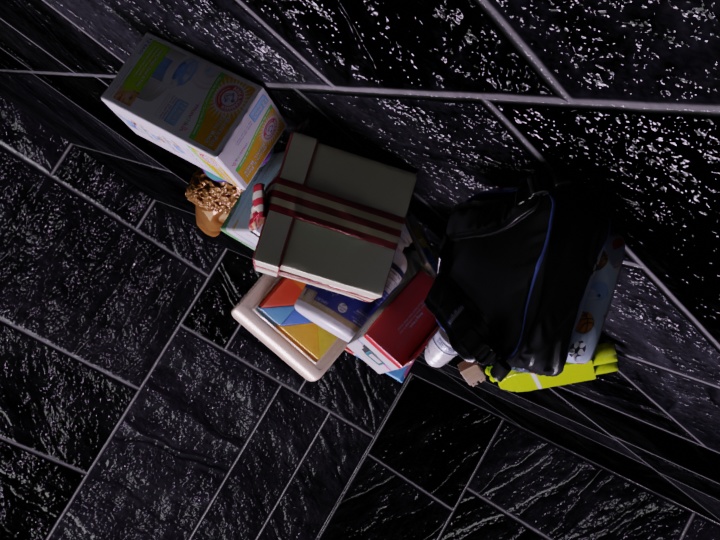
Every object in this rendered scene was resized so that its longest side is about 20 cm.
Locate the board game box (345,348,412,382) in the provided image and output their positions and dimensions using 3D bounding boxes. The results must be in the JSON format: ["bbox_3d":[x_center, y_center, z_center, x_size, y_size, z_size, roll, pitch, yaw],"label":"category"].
[{"bbox_3d":[0.058,0.076,1.538,0.153,0.200,0.040,28,172,16],"label":"board game box"}]

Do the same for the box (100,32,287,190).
[{"bbox_3d":[-0.213,-0.207,1.120,0.200,0.113,0.101,29,170,21],"label":"box"}]

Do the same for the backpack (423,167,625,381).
[{"bbox_3d":[0.158,0.003,0.868,0.154,0.201,0.190,20,-179,-29],"label":"backpack"}]

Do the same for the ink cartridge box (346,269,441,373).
[{"bbox_3d":[0.056,0.070,1.143,0.067,0.116,0.200,41,165,-1],"label":"ink cartridge box"}]

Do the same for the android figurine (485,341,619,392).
[{"bbox_3d":[0.293,0.147,1.322,0.199,0.041,0.182,-12,158,16],"label":"android figurine"}]

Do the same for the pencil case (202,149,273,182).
[{"bbox_3d":[-0.193,-0.180,1.287,0.092,0.085,0.200,-3,-178,-17],"label":"pencil case"}]

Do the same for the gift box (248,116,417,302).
[{"bbox_3d":[-0.045,-0.075,1.098,0.186,0.201,0.185,16,169,-5],"label":"gift box"}]

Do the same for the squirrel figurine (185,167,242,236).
[{"bbox_3d":[-0.206,-0.121,1.557,0.186,0.142,0.200,21,172,19],"label":"squirrel figurine"}]

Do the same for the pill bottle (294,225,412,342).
[{"bbox_3d":[0.000,0.000,1.286,0.119,0.200,0.120,30,172,5],"label":"pill bottle"}]

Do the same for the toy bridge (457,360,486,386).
[{"bbox_3d":[0.138,0.089,1.211,0.067,0.027,0.200,53,-168,-36],"label":"toy bridge"}]

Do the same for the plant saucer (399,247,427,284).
[{"bbox_3d":[0.091,0.023,1.418,0.200,0.050,0.200,49,-157,-28],"label":"plant saucer"}]

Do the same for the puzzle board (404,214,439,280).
[{"bbox_3d":[0.116,0.006,1.213,0.200,0.017,0.151,53,-169,-39],"label":"puzzle board"}]

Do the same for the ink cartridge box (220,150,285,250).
[{"bbox_3d":[-0.127,-0.102,1.323,0.087,0.146,0.200,32,171,-18],"label":"ink cartridge box"}]

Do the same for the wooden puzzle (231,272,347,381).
[{"bbox_3d":[-0.072,0.052,1.346,0.185,0.200,0.037,43,177,-22],"label":"wooden puzzle"}]

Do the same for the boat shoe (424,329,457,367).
[{"bbox_3d":[0.145,0.088,1.338,0.075,0.086,0.202,35,-144,-1],"label":"boat shoe"}]
